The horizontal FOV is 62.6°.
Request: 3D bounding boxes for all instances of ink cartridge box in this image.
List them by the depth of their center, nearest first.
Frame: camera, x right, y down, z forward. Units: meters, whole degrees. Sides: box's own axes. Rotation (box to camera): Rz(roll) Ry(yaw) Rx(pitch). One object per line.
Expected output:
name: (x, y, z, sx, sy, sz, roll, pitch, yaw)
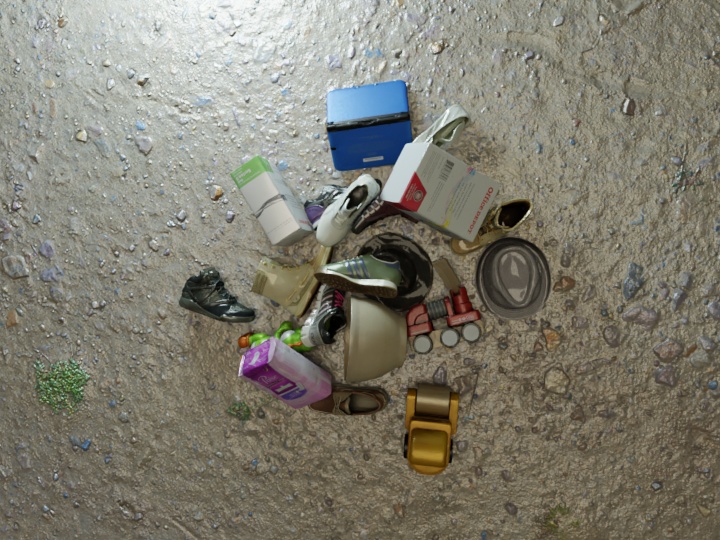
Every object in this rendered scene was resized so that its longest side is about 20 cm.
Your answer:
ink cartridge box: (0.175, -0.174, 1.322, 0.200, 0.145, 0.146, 27, 91, -19)
ink cartridge box: (-0.207, -0.160, 1.413, 0.084, 0.145, 0.200, -31, 87, 7)

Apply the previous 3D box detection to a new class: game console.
game console: (0.024, -0.352, 1.443, 0.199, 0.118, 0.171, -6, 122, 8)

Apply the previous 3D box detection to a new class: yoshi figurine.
yoshi figurine: (-0.193, 0.184, 1.459, 0.199, 0.112, 0.113, -11, 129, 20)

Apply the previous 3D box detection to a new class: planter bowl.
planter bowl: (0.035, 0.161, 1.373, 0.134, 0.200, 0.201, 3, 92, -4)

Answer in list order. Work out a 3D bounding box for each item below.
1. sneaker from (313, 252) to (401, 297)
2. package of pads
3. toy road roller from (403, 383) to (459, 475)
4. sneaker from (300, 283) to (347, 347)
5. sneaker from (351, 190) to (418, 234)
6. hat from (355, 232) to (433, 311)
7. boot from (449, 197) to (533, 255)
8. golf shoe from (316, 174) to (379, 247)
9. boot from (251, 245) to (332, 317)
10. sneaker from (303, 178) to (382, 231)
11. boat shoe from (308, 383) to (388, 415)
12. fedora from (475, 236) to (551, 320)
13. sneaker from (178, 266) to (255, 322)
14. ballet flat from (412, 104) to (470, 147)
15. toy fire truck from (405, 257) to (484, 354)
sneaker: (0.000, 0.000, 1.364, 0.200, 0.067, 0.090, 11, 60, 16)
package of pads: (-0.173, 0.246, 1.393, 0.120, 0.076, 0.200, -30, 126, 28)
toy road roller: (0.163, 0.374, 1.377, 0.123, 0.146, 0.201, 4, 92, 7)
sneaker: (-0.062, 0.094, 1.389, 0.087, 0.074, 0.200, 5, 56, 34)
sneaker: (0.078, -0.134, 1.416, 0.115, 0.076, 0.200, 43, 103, -7)
hat: (0.077, 0.004, 1.412, 0.200, 0.081, 0.201, 0, 91, 7)
boot: (0.294, -0.099, 1.343, 0.200, 0.155, 0.073, -28, 88, 7)
golf shoe: (-0.040, -0.134, 1.346, 0.078, 0.097, 0.200, 38, 104, 0)
boot: (-0.166, -0.005, 1.443, 0.155, 0.073, 0.200, 28, 99, 5)
sneaker: (-0.048, -0.183, 1.431, 0.200, 0.076, 0.088, -30, 81, 7)
boat shoe: (-0.035, 0.317, 1.438, 0.199, 0.072, 0.076, -7, 90, 11)
fedora: (0.357, 0.020, 1.370, 0.176, 0.090, 0.201, -4, 91, 8)
sneaker: (-0.349, 0.061, 1.473, 0.199, 0.076, 0.115, 18, 100, 12)
ballet flat: (0.180, -0.306, 1.389, 0.069, 0.069, 0.200, 45, 90, 4)
toy fire truck: (0.183, 0.084, 1.385, 0.176, 0.129, 0.201, -15, 82, 8)
